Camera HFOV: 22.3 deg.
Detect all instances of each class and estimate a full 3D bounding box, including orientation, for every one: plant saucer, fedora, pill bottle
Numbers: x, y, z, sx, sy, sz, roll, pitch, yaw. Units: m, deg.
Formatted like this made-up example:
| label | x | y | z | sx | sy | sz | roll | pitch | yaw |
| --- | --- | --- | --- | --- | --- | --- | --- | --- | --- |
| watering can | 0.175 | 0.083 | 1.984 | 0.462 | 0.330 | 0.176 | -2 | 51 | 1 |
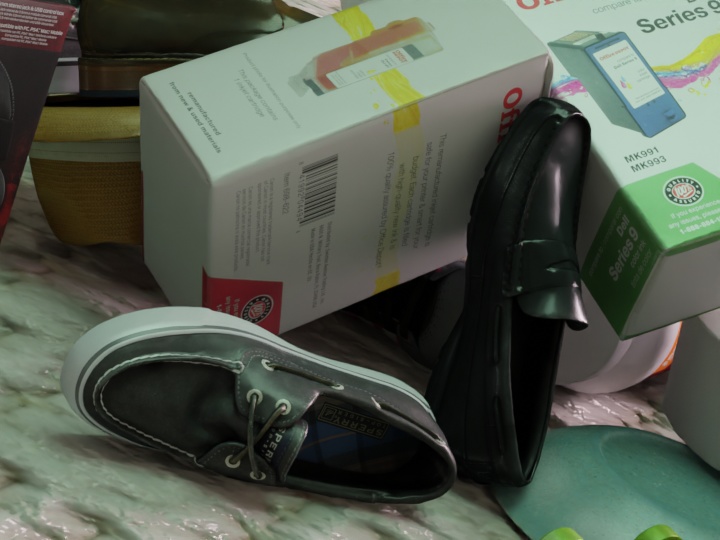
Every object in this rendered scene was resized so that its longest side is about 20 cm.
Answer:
| label | x | y | z | sx | sy | sz | roll | pitch | yaw |
| --- | --- | --- | --- | --- | --- | --- | --- | --- | --- |
| plant saucer | 0.166 | 0.127 | 0.963 | 0.200 | 0.039 | 0.201 | 20 | 18 | -7 |
| fedora | -0.130 | -0.058 | 1.038 | 0.200 | 0.082 | 0.201 | -2 | 9 | 0 |
| pill bottle | 0.164 | 0.017 | 1.165 | 0.113 | 0.113 | 0.200 | 30 | 20 | 23 |

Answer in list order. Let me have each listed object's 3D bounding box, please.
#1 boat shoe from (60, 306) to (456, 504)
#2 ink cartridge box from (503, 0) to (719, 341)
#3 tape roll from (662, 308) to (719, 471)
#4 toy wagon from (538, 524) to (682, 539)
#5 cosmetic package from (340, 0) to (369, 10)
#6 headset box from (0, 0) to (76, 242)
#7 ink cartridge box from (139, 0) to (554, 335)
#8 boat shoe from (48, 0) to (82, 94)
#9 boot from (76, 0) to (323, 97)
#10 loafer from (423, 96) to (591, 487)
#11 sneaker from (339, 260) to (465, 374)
| label | x | y | z | sx | sy | sz | roll | pitch | yaw |
| --- | --- | --- | --- | --- | --- | --- | --- | --- | --- |
| boat shoe | -0.039 | 0.072 | 0.842 | 0.199 | 0.070 | 0.066 | 20 | 14 | -33 |
| ink cartridge box | 0.164 | -0.079 | 1.022 | 0.145 | 0.088 | 0.200 | -17 | 57 | -22 |
| tape roll | 0.276 | 0.066 | 1.030 | 0.202 | 0.071 | 0.203 | 8 | 22 | -3 |
| toy wagon | 0.168 | 0.174 | 0.814 | 0.199 | 0.040 | 0.155 | 5 | 27 | -42 |
| cosmetic package | 0.113 | -0.126 | 1.252 | 0.200 | 0.164 | 0.166 | 38 | 33 | -51 |
| headset box | -0.221 | -0.061 | 0.780 | 0.149 | 0.201 | 0.077 | 3 | 25 | -49 |
| ink cartridge box | -0.010 | -0.056 | 0.961 | 0.199 | 0.145 | 0.084 | -21 | 55 | -22 |
| boat shoe | -0.166 | -0.139 | 1.056 | 0.199 | 0.068 | 0.073 | -9 | 12 | -39 |
| boot | -0.058 | -0.149 | 1.005 | 0.199 | 0.097 | 0.075 | -5 | 9 | -10 |
| loafer | 0.088 | 0.012 | 0.936 | 0.070 | 0.201 | 0.068 | 15 | 1 | 39 |
| sneaker | 0.000 | 0.000 | 1.057 | 0.120 | 0.084 | 0.200 | 16 | 10 | -34 |
